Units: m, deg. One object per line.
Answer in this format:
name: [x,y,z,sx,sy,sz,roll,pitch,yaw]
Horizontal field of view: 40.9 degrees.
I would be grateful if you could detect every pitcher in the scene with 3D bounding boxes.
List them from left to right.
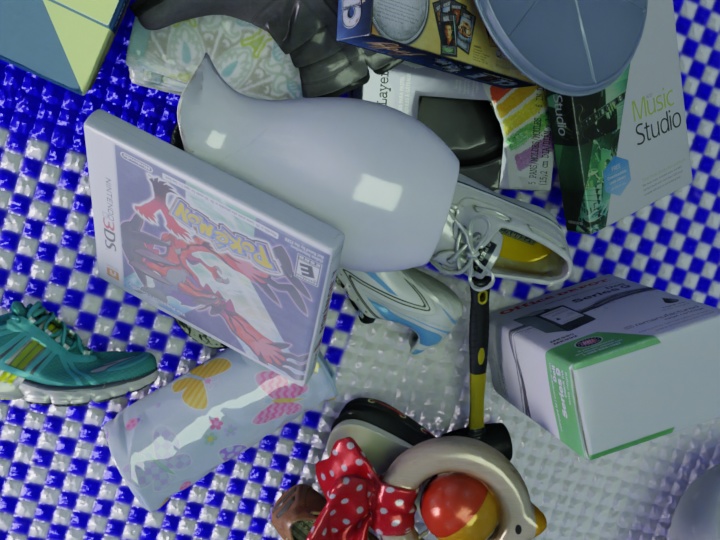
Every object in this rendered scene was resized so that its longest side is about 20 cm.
pitcher: [-0.040,-0.056,0.723,0.199,0.122,0.172,17,137,-3]

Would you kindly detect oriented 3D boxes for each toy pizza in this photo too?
toy pizza: [0.148,-0.232,0.740,0.199,0.032,0.202,3,85,-35]

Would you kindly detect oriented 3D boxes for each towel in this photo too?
towel: [-0.082,-0.219,0.757,0.170,0.048,0.201,17,108,-10]

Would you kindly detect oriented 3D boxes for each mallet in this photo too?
mallet: [0.115,0.096,0.874,0.065,0.041,0.201,-2,116,-16]

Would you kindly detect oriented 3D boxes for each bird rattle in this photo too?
bird rattle: [0.060,0.206,0.809,0.163,0.113,0.200,-41,87,11]

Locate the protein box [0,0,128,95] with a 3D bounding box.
protein box: [-0.251,-0.221,0.650,0.197,0.200,0.136,23,95,-18]

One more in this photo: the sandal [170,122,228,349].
sandal: [-0.129,-0.028,0.801,0.075,0.048,0.202,-6,103,-13]

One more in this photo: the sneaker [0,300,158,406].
sneaker: [-0.260,0.065,0.775,0.198,0.077,0.080,8,90,-16]

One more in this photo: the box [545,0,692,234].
box: [0.226,-0.150,0.847,0.144,0.036,0.201,-25,111,-30]

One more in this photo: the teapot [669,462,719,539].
teapot: [0.386,0.285,0.955,0.200,0.146,0.198,38,59,4]

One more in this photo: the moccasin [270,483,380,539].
moccasin: [0.003,0.275,0.881,0.074,0.078,0.202,-40,108,-1]

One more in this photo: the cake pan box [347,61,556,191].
cake pan box: [0.082,-0.164,0.829,0.183,0.052,0.202,3,100,-13]

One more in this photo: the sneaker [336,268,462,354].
sneaker: [0.000,0.000,0.832,0.200,0.072,0.073,39,99,-15]

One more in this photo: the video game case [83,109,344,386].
video game case: [-0.114,-0.009,0.719,0.199,0.183,0.023,27,53,9]

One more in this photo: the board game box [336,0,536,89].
board game box: [0.066,-0.219,0.716,0.199,0.034,0.137,3,90,-47]

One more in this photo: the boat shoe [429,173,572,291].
boat shoe: [0.094,-0.023,0.803,0.201,0.086,0.075,16,123,-26]

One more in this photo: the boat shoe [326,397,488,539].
boat shoe: [0.064,0.183,0.863,0.201,0.063,0.074,33,115,-2]

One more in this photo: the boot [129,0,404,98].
boot: [-0.059,-0.180,0.715,0.199,0.070,0.132,-18,115,8]

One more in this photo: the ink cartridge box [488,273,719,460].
ink cartridge box: [0.207,0.074,0.833,0.145,0.200,0.085,-16,102,-11]

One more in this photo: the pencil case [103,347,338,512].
pencil case: [-0.116,0.121,0.817,0.199,0.083,0.091,-32,126,-6]
